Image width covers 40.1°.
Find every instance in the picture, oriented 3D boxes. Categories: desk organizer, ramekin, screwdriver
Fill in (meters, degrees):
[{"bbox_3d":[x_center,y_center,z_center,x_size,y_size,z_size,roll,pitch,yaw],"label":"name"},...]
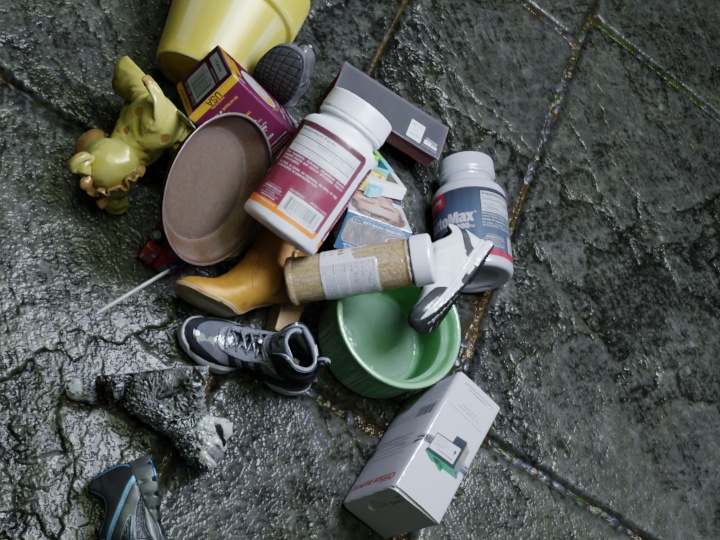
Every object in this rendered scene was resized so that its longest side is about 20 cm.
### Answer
[{"bbox_3d":[0.033,-0.236,1.572,0.199,0.077,0.072,30,56,-15],"label":"desk organizer"},{"bbox_3d":[0.035,0.086,1.413,0.198,0.098,0.202,12,62,-24],"label":"ramekin"},{"bbox_3d":[-0.260,0.003,1.269,0.199,0.028,0.029,-30,118,-39],"label":"screwdriver"}]

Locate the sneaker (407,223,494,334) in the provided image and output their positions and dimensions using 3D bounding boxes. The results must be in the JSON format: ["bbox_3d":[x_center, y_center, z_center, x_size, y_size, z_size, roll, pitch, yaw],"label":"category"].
[{"bbox_3d":[0.112,0.011,1.398,0.080,0.074,0.200,34,49,8],"label":"sneaker"}]

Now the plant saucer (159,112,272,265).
[{"bbox_3d":[-0.190,-0.107,1.263,0.036,0.202,0.200,21,46,31],"label":"plant saucer"}]

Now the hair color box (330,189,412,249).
[{"bbox_3d":[0.007,-0.083,1.426,0.099,0.061,0.200,18,22,-15],"label":"hair color box"}]

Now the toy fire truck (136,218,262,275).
[{"bbox_3d":[-0.206,-0.060,1.374,0.141,0.049,0.201,36,57,-14],"label":"toy fire truck"}]

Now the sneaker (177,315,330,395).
[{"bbox_3d":[-0.135,0.097,1.301,0.199,0.114,0.076,24,58,-18],"label":"sneaker"}]

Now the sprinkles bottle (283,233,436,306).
[{"bbox_3d":[0.000,0.000,1.315,0.198,0.068,0.069,-10,68,7],"label":"sprinkles bottle"}]

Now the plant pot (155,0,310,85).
[{"bbox_3d":[-0.198,-0.355,1.436,0.200,0.201,0.190,29,72,-15],"label":"plant pot"}]

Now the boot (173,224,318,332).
[{"bbox_3d":[-0.153,-0.003,1.354,0.200,0.071,0.145,24,69,-32],"label":"boot"}]

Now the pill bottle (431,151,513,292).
[{"bbox_3d":[0.173,-0.078,1.554,0.119,0.120,0.202,10,63,-25],"label":"pill bottle"}]

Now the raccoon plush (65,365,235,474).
[{"bbox_3d":[-0.258,0.193,1.230,0.198,0.097,0.135,-6,83,-1],"label":"raccoon plush"}]

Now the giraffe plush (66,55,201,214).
[{"bbox_3d":[-0.306,-0.161,1.310,0.162,0.200,0.173,-42,118,-5],"label":"giraffe plush"}]

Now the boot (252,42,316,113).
[{"bbox_3d":[-0.105,-0.295,1.452,0.069,0.200,0.132,32,59,-3],"label":"boot"}]

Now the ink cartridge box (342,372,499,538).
[{"bbox_3d":[0.082,0.252,1.335,0.084,0.146,0.200,41,55,-9],"label":"ink cartridge box"}]

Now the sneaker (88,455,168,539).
[{"bbox_3d":[-0.263,0.326,1.161,0.081,0.073,0.201,-13,69,-16],"label":"sneaker"}]

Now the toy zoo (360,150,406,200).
[{"bbox_3d":[-0.010,-0.157,1.472,0.130,0.021,0.200,16,21,-22],"label":"toy zoo"}]

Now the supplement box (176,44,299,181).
[{"bbox_3d":[-0.147,-0.198,1.358,0.200,0.086,0.111,42,12,-36],"label":"supplement box"}]

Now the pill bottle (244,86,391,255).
[{"bbox_3d":[-0.053,-0.132,1.294,0.114,0.114,0.201,35,86,-11],"label":"pill bottle"}]
